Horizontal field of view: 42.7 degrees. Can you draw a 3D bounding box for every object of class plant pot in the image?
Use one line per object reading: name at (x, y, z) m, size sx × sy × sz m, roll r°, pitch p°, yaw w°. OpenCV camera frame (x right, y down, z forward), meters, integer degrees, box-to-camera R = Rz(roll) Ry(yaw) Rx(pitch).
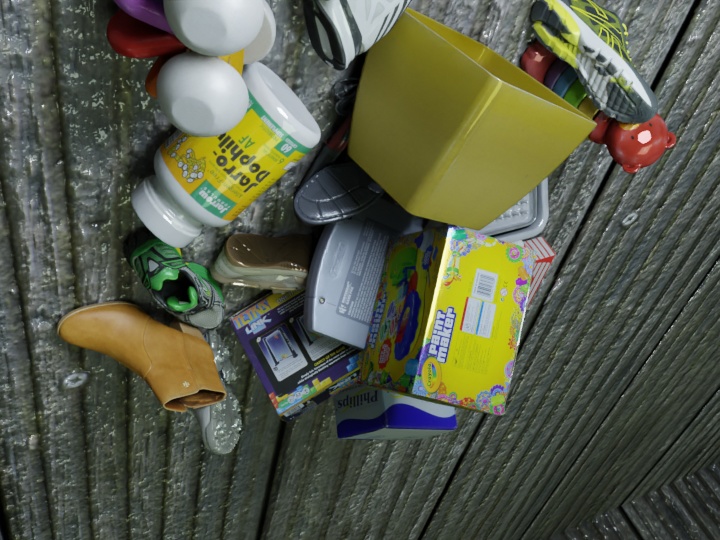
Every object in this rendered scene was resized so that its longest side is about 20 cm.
plant pot at (0.103, -0.160, 1.041) m, size 0.200 × 0.200 × 0.177 m, roll 10°, pitch 119°, yaw -46°

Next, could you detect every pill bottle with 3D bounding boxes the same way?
pill bottle at (-0.150, -0.119, 0.995) m, size 0.200 × 0.113 × 0.113 m, roll -40°, pitch 147°, yaw 14°

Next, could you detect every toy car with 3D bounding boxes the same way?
toy car at (-0.154, -0.234, 0.824) m, size 0.150 × 0.175 × 0.200 m, roll 16°, pitch 136°, yaw -3°

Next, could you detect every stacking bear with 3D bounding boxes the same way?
stacking bear at (0.311, -0.211, 1.170) m, size 0.121 × 0.200 × 0.114 m, roll -31°, pitch 150°, yaw -1°

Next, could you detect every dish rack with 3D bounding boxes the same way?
dish rack at (0.173, -0.133, 1.240) m, size 0.171 × 0.044 × 0.200 m, roll -14°, pitch 108°, yaw -27°

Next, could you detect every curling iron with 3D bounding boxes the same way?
curling iron at (-0.039, -0.157, 1.122) m, size 0.049 × 0.026 × 0.200 m, roll 13°, pitch 135°, yaw -21°

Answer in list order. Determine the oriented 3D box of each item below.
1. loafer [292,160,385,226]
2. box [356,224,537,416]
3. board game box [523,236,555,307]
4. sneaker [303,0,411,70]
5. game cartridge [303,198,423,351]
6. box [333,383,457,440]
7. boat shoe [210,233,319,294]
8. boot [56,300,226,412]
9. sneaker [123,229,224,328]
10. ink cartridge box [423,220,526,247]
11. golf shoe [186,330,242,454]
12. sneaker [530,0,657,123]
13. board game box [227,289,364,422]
loafer at (0.000, -0.108, 1.160) m, size 0.200 × 0.072 × 0.063 m, roll -35°, pitch 169°, yaw -21°
box at (0.102, 0.063, 1.143) m, size 0.122 × 0.200 × 0.193 m, roll 16°, pitch 171°, yaw -17°
board game box at (0.232, 0.038, 1.590) m, size 0.151 × 0.046 × 0.200 m, roll -14°, pitch 144°, yaw -25°
sneaker at (-0.007, -0.308, 0.918) m, size 0.115 × 0.076 × 0.201 m, roll -39°, pitch 147°, yaw -20°
game cartridge at (0.000, 0.000, 1.225) m, size 0.133 × 0.040 × 0.200 m, roll 24°, pitch 78°, yaw -29°
box at (0.049, 0.158, 1.439) m, size 0.105 × 0.200 × 0.184 m, roll -20°, pitch 159°, yaw 37°
boat shoe at (-0.105, -0.004, 1.235) m, size 0.200 × 0.072 × 0.065 m, roll 4°, pitch 142°, yaw -39°
boot at (-0.273, 0.114, 1.171) m, size 0.201 × 0.144 × 0.071 m, roll 5°, pitch 130°, yaw -36°
sneaker at (-0.227, 0.031, 1.161) m, size 0.078 × 0.085 × 0.200 m, roll -33°, pitch 149°, yaw 2°
ink cartridge box at (0.164, -0.015, 1.379) m, size 0.145 × 0.084 × 0.200 m, roll -60°, pitch 147°, yaw -7°
golf shoe at (-0.220, 0.179, 1.268) m, size 0.097 × 0.200 × 0.078 m, roll -22°, pitch 131°, yaw 6°
sneaker at (0.294, -0.264, 1.099) m, size 0.085 × 0.200 × 0.074 m, roll -31°, pitch 164°, yaw -20°
board game box at (-0.062, 0.091, 1.301) m, size 0.200 × 0.165 × 0.057 m, roll -30°, pitch 156°, yaw -1°
